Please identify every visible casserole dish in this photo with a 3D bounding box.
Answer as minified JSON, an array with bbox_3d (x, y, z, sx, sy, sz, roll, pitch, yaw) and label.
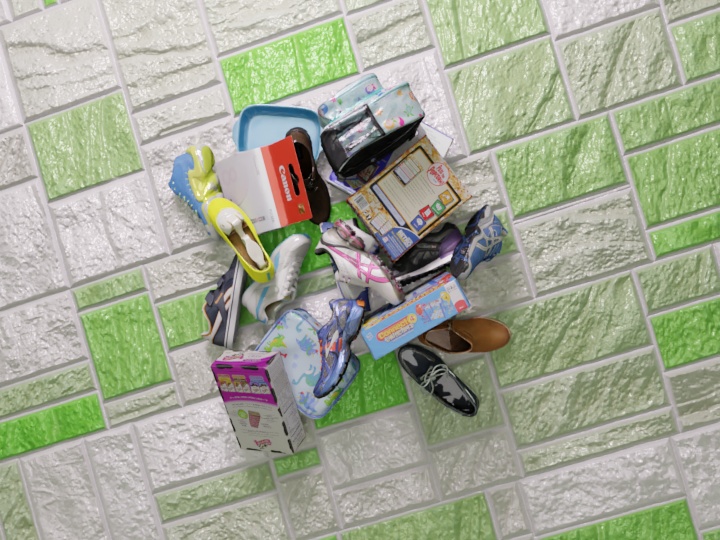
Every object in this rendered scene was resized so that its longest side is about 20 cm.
[{"bbox_3d":[-0.164,-0.274,1.305,0.196,0.039,0.124,5,91,5],"label":"casserole dish"}]

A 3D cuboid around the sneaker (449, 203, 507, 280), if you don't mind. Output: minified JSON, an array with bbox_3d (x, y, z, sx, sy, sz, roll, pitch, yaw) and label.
[{"bbox_3d":[0.232,-0.047,1.214,0.077,0.076,0.201,41,50,-6],"label":"sneaker"}]

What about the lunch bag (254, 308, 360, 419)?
[{"bbox_3d":[-0.113,0.188,1.284,0.199,0.082,0.162,38,92,3],"label":"lunch bag"}]

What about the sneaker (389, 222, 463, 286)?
[{"bbox_3d":[0.114,-0.031,1.276,0.197,0.076,0.089,-22,80,-3],"label":"sneaker"}]

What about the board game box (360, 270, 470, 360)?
[{"bbox_3d":[0.100,0.079,1.206,0.198,0.196,0.057,-30,93,4],"label":"board game box"}]

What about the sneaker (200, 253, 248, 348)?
[{"bbox_3d":[-0.280,0.055,1.298,0.078,0.078,0.204,12,93,-1],"label":"sneaker"}]

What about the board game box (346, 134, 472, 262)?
[{"bbox_3d":[0.094,-0.138,1.228,0.199,0.046,0.152,-38,91,-4],"label":"board game box"}]

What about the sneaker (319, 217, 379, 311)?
[{"bbox_3d":[0.000,-0.019,1.273,0.113,0.081,0.203,-20,87,7],"label":"sneaker"}]

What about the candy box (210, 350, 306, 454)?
[{"bbox_3d":[-0.199,0.258,1.247,0.134,0.061,0.204,-2,114,27],"label":"candy box"}]

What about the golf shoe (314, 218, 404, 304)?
[{"bbox_3d":[0.000,0.000,1.208,0.092,0.073,0.200,-45,79,3],"label":"golf shoe"}]

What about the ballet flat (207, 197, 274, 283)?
[{"bbox_3d":[-0.229,-0.067,1.227,0.066,0.067,0.201,-33,83,-14],"label":"ballet flat"}]

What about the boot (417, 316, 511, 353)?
[{"bbox_3d":[0.205,0.131,1.218,0.196,0.155,0.075,1,91,1],"label":"boot"}]

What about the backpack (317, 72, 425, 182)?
[{"bbox_3d":[0.017,-0.274,1.180,0.197,0.178,0.153,-26,93,0],"label":"backpack"}]

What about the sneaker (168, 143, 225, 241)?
[{"bbox_3d":[-0.336,-0.154,1.314,0.103,0.075,0.204,-10,90,23],"label":"sneaker"}]

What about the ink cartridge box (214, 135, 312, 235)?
[{"bbox_3d":[-0.194,-0.158,1.244,0.198,0.057,0.166,-10,97,47],"label":"ink cartridge box"}]

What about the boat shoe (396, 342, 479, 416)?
[{"bbox_3d":[0.154,0.222,1.271,0.200,0.062,0.075,44,96,4],"label":"boat shoe"}]

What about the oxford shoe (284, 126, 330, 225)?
[{"bbox_3d":[-0.109,-0.173,1.256,0.071,0.085,0.203,-17,118,6],"label":"oxford shoe"}]

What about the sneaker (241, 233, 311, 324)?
[{"bbox_3d":[-0.155,0.016,1.281,0.081,0.076,0.201,41,103,24],"label":"sneaker"}]

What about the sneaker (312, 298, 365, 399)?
[{"bbox_3d":[-0.053,0.145,1.211,0.077,0.075,0.203,18,75,7],"label":"sneaker"}]

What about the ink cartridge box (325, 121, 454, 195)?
[{"bbox_3d":[0.059,-0.220,1.284,0.196,0.043,0.202,30,93,4],"label":"ink cartridge box"}]
